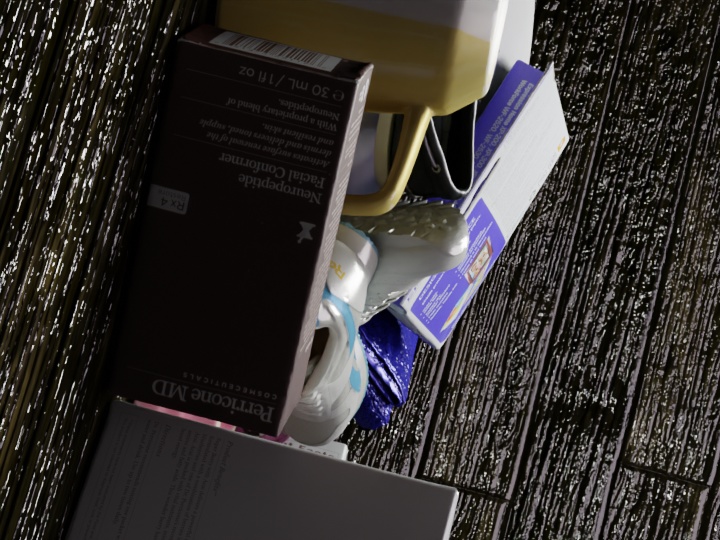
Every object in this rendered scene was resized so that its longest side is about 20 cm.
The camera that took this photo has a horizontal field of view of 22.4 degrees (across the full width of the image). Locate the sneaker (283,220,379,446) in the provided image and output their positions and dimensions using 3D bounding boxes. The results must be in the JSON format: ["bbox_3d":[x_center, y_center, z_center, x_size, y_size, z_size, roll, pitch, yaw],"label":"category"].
[{"bbox_3d":[-0.039,0.054,1.173,0.200,0.076,0.081,94,22,-49],"label":"sneaker"}]

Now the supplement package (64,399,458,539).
[{"bbox_3d":[-0.058,0.171,1.024,0.120,0.200,0.121,96,9,-64],"label":"supplement package"}]

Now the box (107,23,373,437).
[{"bbox_3d":[-0.065,-0.023,0.978,0.075,0.100,0.200,-63,165,-73],"label":"box"}]

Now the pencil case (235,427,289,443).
[{"bbox_3d":[-0.065,0.046,1.398,0.087,0.083,0.200,57,30,-26],"label":"pencil case"}]

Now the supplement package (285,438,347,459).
[{"bbox_3d":[-0.092,0.219,1.355,0.200,0.117,0.117,-70,172,-55],"label":"supplement package"}]

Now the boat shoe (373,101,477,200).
[{"bbox_3d":[0.056,-0.136,1.152,0.074,0.066,0.200,-16,121,-52],"label":"boat shoe"}]

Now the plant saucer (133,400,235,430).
[{"bbox_3d":[-0.095,0.043,1.157,0.201,0.051,0.201,15,90,-87],"label":"plant saucer"}]

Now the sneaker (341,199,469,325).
[{"bbox_3d":[0.000,0.000,1.205,0.076,0.200,0.081,-15,98,-40],"label":"sneaker"}]

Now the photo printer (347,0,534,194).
[{"bbox_3d":[0.030,-0.136,1.266,0.200,0.069,0.166,-37,155,-19],"label":"photo printer"}]

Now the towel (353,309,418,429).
[{"bbox_3d":[-0.016,0.005,1.371,0.200,0.050,0.148,56,31,-28],"label":"towel"}]

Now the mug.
[{"bbox_3d":[0.004,-0.140,1.066,0.149,0.153,0.187,-66,166,-66],"label":"mug"}]

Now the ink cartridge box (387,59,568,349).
[{"bbox_3d":[0.080,-0.049,1.307,0.198,0.043,0.200,-58,167,-5],"label":"ink cartridge box"}]
